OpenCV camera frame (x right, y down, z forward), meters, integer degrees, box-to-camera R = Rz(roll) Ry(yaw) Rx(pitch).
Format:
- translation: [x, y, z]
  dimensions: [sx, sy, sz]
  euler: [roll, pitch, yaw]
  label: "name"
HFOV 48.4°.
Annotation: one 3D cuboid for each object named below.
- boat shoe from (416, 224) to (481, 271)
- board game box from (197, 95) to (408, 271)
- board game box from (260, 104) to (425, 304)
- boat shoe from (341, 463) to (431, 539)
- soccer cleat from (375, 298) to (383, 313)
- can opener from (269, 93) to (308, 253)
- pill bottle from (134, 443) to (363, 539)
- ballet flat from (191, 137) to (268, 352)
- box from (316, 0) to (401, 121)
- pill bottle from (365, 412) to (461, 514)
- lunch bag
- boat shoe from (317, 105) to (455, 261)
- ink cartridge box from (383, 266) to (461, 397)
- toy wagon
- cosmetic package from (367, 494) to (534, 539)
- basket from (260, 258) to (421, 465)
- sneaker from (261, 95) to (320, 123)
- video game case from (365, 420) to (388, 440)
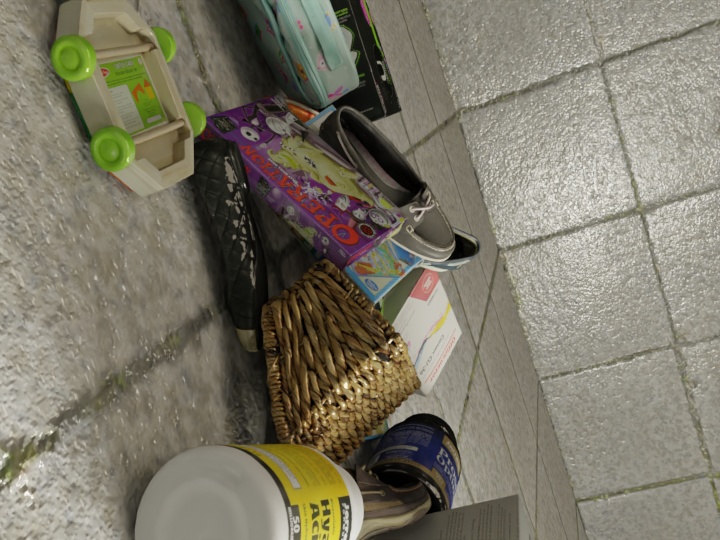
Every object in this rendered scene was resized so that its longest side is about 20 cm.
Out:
- translation: [0.063, -0.037, 0.960]
  dimensions: [0.198, 0.061, 0.076]
  euler: [16, 70, -37]
  label: "boat shoe"
- translation: [-0.056, -0.093, 0.801]
  dimensions: [0.200, 0.032, 0.120]
  euler: [43, 41, 9]
  label: "board game box"
- translation: [-0.015, -0.070, 0.879]
  dimensions: [0.200, 0.034, 0.134]
  euler: [49, 58, 3]
  label: "board game box"
- translation: [-0.001, 0.224, 0.778]
  dimensions: [0.199, 0.074, 0.074]
  euler: [1, 66, -53]
  label: "boat shoe"
- translation: [0.000, 0.000, 0.968]
  dimensions: [0.081, 0.067, 0.203]
  euler: [39, 52, -57]
  label: "soccer cleat"
- translation: [-0.076, -0.114, 0.961]
  dimensions: [0.067, 0.053, 0.202]
  euler: [-99, 167, -68]
  label: "can opener"
- translation: [-0.068, 0.187, 0.599]
  dimensions: [0.200, 0.110, 0.113]
  euler: [28, 48, -68]
  label: "pill bottle"
- translation: [-0.122, -0.022, 0.749]
  dimensions: [0.066, 0.056, 0.203]
  euler: [-75, 154, -86]
  label: "ballet flat"
- translation: [-0.036, -0.299, 1.129]
  dimensions: [0.149, 0.123, 0.202]
  euler: [-51, 124, -71]
  label: "box"
- translation: [0.063, 0.248, 0.966]
  dimensions: [0.200, 0.111, 0.113]
  euler: [-40, 112, -72]
  label: "pill bottle"
- translation: [-0.082, -0.297, 0.954]
  dimensions: [0.201, 0.077, 0.160]
  euler: [64, -11, -28]
  label: "lunch bag"
- translation: [0.031, -0.092, 0.854]
  dimensions: [0.200, 0.057, 0.067]
  euler: [45, 59, 1]
  label: "boat shoe"
- translation: [0.073, 0.085, 1.083]
  dimensions: [0.117, 0.067, 0.201]
  euler: [-56, 141, -25]
  label: "ink cartridge box"
- translation: [-0.192, -0.164, 0.645]
  dimensions: [0.155, 0.039, 0.202]
  euler: [-58, 130, -68]
  label: "toy wagon"
- translation: [0.083, 0.314, 0.817]
  dimensions: [0.085, 0.198, 0.109]
  euler: [-61, 130, -69]
  label: "cosmetic package"
- translation: [-0.042, 0.096, 0.786]
  dimensions: [0.143, 0.149, 0.200]
  euler: [45, -7, 20]
  label: "basket"
- translation: [-0.061, -0.141, 1.002]
  dimensions: [0.200, 0.072, 0.078]
  euler: [44, 59, -42]
  label: "sneaker"
- translation: [-0.011, 0.113, 1.013]
  dimensions: [0.143, 0.018, 0.203]
  euler: [23, 52, -68]
  label: "video game case"
